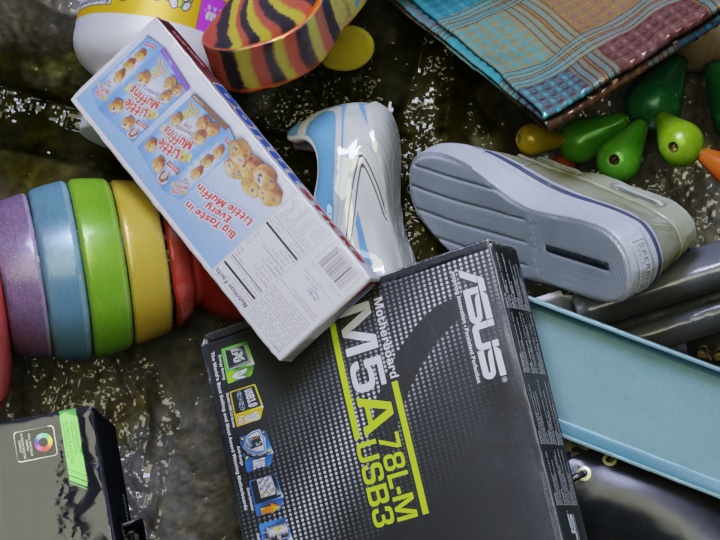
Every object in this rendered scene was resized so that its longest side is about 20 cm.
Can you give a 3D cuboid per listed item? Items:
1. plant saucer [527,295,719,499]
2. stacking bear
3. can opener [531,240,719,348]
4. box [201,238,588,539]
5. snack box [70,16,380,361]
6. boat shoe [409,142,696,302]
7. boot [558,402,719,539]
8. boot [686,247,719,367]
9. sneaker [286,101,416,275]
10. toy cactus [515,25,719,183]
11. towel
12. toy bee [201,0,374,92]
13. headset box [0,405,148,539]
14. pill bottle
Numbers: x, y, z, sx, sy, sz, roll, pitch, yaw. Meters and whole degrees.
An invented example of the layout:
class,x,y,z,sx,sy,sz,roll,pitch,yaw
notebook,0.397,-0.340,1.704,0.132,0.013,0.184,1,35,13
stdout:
class,x,y,z,sx,sy,sz,roll,pitch,yaw
plant saucer,0.138,0.066,1.410,0.199,0.019,0.070,21,99,15
stacking bear,-0.137,-0.001,1.472,0.199,0.122,0.114,-9,116,-10
can opener,0.145,0.020,1.452,0.199,0.067,0.053,-18,117,12
box,0.019,0.105,1.405,0.193,0.047,0.201,-18,77,26
snack box,-0.078,-0.047,1.416,0.072,0.024,0.200,-42,76,11
boat shoe,0.109,-0.030,1.455,0.062,0.072,0.200,-22,31,-34
boot,0.142,0.163,1.425,0.203,0.074,0.154,-43,67,-9
boot,0.252,0.075,1.454,0.138,0.078,0.201,-2,65,7
sneaker,0.000,0.000,1.486,0.072,0.072,0.201,-13,78,17
toy cactus,0.187,-0.108,1.491,0.199,0.102,0.165,23,61,14
towel,0.115,-0.165,1.468,0.146,0.022,0.200,-33,40,-9
toy bee,-0.013,-0.189,1.470,0.108,0.131,0.201,7,72,24
headset box,-0.217,0.183,1.447,0.199,0.093,0.175,-10,79,1
pill bottle,-0.114,-0.172,1.506,0.104,0.104,0.201,10,80,6
